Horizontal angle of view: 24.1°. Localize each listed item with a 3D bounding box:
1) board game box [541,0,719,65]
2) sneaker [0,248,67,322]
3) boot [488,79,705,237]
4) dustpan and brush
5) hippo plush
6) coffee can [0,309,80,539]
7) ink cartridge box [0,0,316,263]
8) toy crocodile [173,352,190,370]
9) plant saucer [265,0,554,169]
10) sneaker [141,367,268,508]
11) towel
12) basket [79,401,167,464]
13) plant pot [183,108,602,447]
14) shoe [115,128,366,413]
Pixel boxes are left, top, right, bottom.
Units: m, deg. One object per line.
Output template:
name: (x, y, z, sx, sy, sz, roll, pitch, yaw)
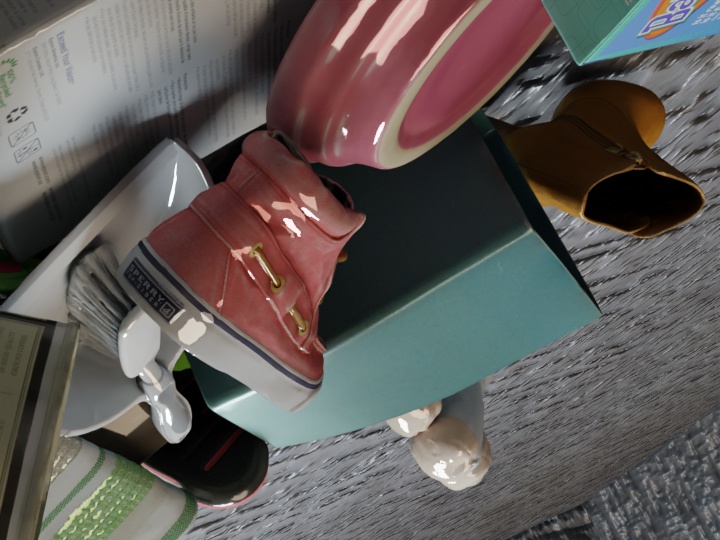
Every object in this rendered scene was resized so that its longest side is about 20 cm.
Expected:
board game box: (0.192, -0.162, 0.724, 0.199, 0.045, 0.152, -17, 161, -37)
sneaker: (-0.224, 0.040, 0.779, 0.198, 0.085, 0.077, -18, -157, -26)
boot: (0.164, -0.065, 1.054, 0.200, 0.144, 0.072, -11, 117, -38)
dustpan and brush: (-0.109, 0.038, 0.810, 0.140, 0.057, 0.200, -48, 168, -18)
hippo plush: (0.093, 0.061, 1.270, 0.160, 0.160, 0.200, -34, 170, 7)
coffee can: (-0.218, 0.071, 0.640, 0.198, 0.148, 0.147, 12, 154, -8)
ink cartridge box: (-0.082, -0.097, 0.715, 0.199, 0.041, 0.200, -30, 165, -13)
toy crocodile: (-0.183, 0.104, 1.124, 0.198, 0.062, 0.068, -25, 164, -14)
plant saucer: (0.044, -0.117, 0.759, 0.200, 0.051, 0.201, -44, 168, -12)
sneaker: (-0.112, 0.103, 1.019, 0.074, 0.199, 0.087, -42, 128, -22)
towel: (-0.181, 0.141, 0.857, 0.149, 0.031, 0.200, -48, 146, 1)
basket: (-0.204, 0.091, 0.912, 0.199, 0.136, 0.181, -32, 129, -9)
plant pot: (0.000, 0.000, 0.920, 0.199, 0.142, 0.141, -33, 151, 9)
shoe: (-0.034, 0.002, 0.754, 0.091, 0.071, 0.200, -45, 162, 1)
